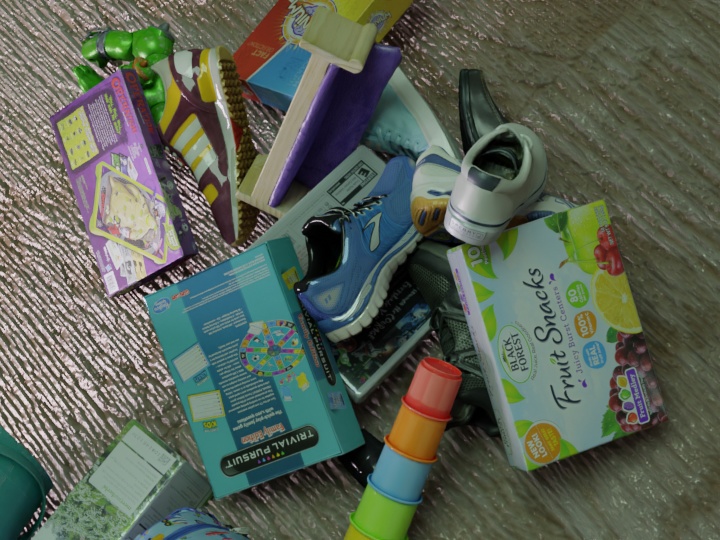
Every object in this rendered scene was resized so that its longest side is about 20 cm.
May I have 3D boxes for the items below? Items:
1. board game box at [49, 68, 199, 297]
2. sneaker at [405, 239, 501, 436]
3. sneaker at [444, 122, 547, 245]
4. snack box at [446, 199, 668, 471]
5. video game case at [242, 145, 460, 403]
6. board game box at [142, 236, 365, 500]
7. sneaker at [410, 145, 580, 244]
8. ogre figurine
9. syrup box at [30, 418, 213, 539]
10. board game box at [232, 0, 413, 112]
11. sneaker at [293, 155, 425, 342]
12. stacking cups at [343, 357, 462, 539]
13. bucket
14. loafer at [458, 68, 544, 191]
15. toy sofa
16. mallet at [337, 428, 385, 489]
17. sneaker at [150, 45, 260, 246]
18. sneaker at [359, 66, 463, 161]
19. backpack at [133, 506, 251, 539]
[{"bbox_3d":[-0.241,-0.088,1.679,0.119,0.032,0.202,-26,80,41],"label":"board game box"},{"bbox_3d":[0.089,0.067,1.497,0.114,0.076,0.200,-34,78,-21],"label":"sneaker"},{"bbox_3d":[0.129,-0.091,1.434,0.072,0.071,0.200,25,31,4],"label":"sneaker"},{"bbox_3d":[0.171,0.056,1.442,0.141,0.053,0.202,-18,91,-12],"label":"snack box"},{"bbox_3d":[0.000,0.000,1.574,0.181,0.023,0.200,41,67,15],"label":"video game case"},{"bbox_3d":[-0.099,0.091,1.522,0.150,0.047,0.202,-22,87,29],"label":"board game box"},{"bbox_3d":[0.142,-0.066,1.519,0.198,0.075,0.089,14,52,-17],"label":"sneaker"},{"bbox_3d":[-0.241,-0.184,1.766,0.119,0.098,0.202,-25,42,25],"label":"ogre figurine"},{"bbox_3d":[-0.236,0.248,1.542,0.078,0.082,0.201,32,78,31],"label":"syrup box"},{"bbox_3d":[-0.038,-0.256,1.730,0.201,0.040,0.152,-52,38,-12],"label":"board game box"},{"bbox_3d":[0.001,-0.036,1.514,0.078,0.089,0.201,-20,34,49],"label":"sneaker"},{"bbox_3d":[0.037,0.173,1.454,0.060,0.060,0.202,26,101,28],"label":"stacking cups"},{"bbox_3d":[-0.396,0.200,1.557,0.206,0.208,0.135,27,68,28],"label":"bucket"},{"bbox_3d":[0.141,-0.110,1.613,0.071,0.073,0.202,-14,69,0],"label":"loafer"},{"bbox_3d":[-0.039,-0.143,1.603,0.097,0.201,0.083,25,34,-2],"label":"toy sofa"},{"bbox_3d":[0.059,0.121,1.538,0.066,0.041,0.200,32,73,26],"label":"mallet"},{"bbox_3d":[-0.159,-0.123,1.681,0.089,0.075,0.203,-7,93,16],"label":"sneaker"},{"bbox_3d":[0.039,-0.138,1.662,0.082,0.074,0.201,-38,49,6],"label":"sneaker"},{"bbox_3d":[-0.159,0.289,1.425,0.134,0.200,0.183,38,81,30],"label":"backpack"}]
